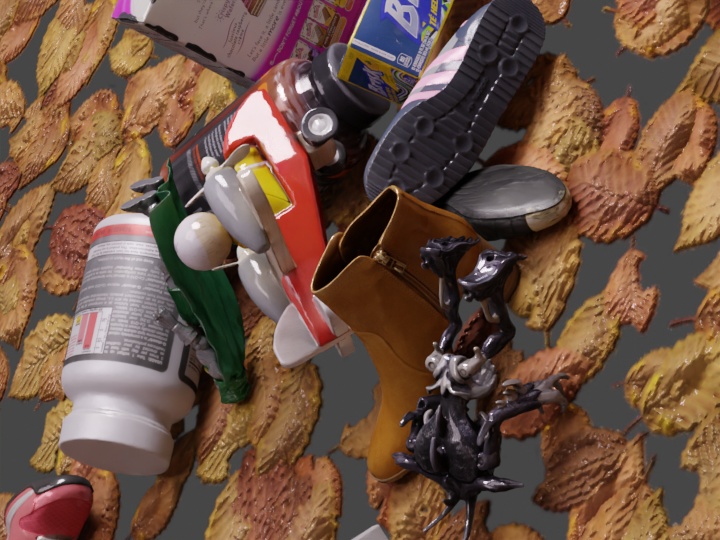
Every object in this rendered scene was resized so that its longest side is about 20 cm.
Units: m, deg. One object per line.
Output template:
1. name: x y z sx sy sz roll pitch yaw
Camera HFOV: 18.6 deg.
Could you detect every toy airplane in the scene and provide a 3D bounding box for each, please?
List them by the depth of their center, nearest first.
1. toy airplane: -0.071 -0.017 1.678 0.140 0.201 0.199 -9 24 2

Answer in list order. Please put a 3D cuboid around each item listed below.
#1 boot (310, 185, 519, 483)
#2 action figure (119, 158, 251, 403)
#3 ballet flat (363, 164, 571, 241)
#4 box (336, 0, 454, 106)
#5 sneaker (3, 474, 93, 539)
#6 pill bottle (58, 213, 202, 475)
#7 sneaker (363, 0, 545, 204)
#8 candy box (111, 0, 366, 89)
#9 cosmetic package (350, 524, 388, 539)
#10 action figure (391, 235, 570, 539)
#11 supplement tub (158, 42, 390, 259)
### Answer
1. boot: 0.015 0.045 1.585 0.202 0.144 0.071 -61 35 6
2. action figure: -0.134 0.021 1.776 0.054 0.201 0.118 -17 21 14
3. ballet flat: 0.082 -0.038 1.648 0.199 0.057 0.067 -9 35 44
4. box: 0.049 -0.235 1.737 0.070 0.064 0.201 119 174 -71
5. sneaker: -0.282 0.262 1.914 0.200 0.074 0.087 -53 46 27
6. pill bottle: -0.189 0.063 1.860 0.116 0.116 0.201 -14 58 47
7. sneaker: 0.066 -0.118 1.669 0.200 0.070 0.082 -51 10 -16
8. candy box: -0.094 -0.230 1.844 0.061 0.200 0.137 15 81 54
9. cosmetic package: -0.048 0.259 1.487 0.108 0.200 0.085 -38 82 34
10. action figure: 0.084 0.081 1.520 0.119 0.102 0.201 13 106 46
11. supplement tub: -0.068 -0.102 1.813 0.200 0.107 0.107 -38 43 31
